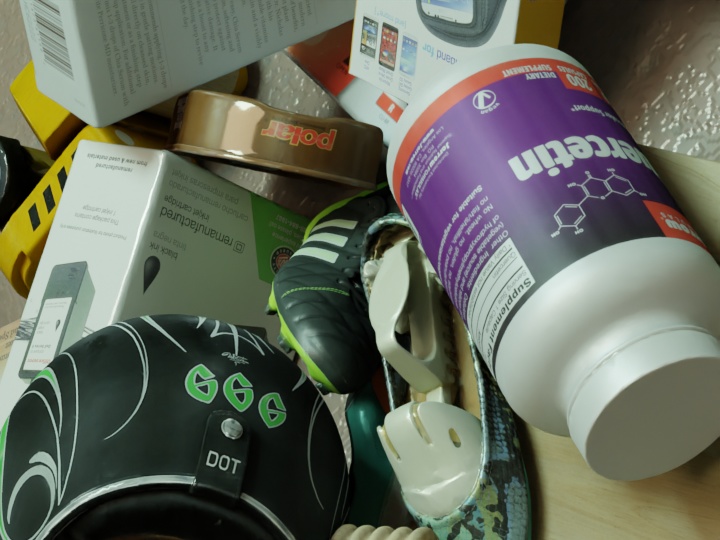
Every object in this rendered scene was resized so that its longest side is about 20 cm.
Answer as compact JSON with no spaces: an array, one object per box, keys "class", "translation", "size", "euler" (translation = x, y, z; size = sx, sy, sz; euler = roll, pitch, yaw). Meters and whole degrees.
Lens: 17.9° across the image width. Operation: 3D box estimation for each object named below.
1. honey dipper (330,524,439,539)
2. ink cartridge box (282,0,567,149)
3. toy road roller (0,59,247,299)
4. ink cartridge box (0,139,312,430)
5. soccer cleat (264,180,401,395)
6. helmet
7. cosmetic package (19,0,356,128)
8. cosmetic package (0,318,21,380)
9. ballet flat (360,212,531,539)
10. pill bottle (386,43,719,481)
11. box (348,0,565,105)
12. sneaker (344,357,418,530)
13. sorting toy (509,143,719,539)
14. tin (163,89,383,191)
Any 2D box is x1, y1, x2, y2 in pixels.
[{"class":"honey dipper","translation":[0.077,0.137,1.030],"size":[0.199,0.038,0.038],"euler":[-1,71,30]},{"class":"ink cartridge box","translation":[0.049,-0.175,1.308],"size":[0.201,0.050,0.162],"euler":[-58,44,13]},{"class":"toy road roller","translation":[-0.143,-0.058,1.397],"size":[0.200,0.123,0.146],"euler":[-48,61,18]},{"class":"ink cartridge box","translation":[-0.116,0.045,1.300],"size":[0.084,0.145,0.201],"euler":[10,80,44]},{"class":"soccer cleat","translation":[0.000,0.000,1.213],"size":[0.081,0.068,0.200],"euler":[-37,15,18]},{"class":"helmet","translation":[-0.097,0.119,1.133],"size":[0.200,0.200,0.191],"euler":[-47,20,18]},{"class":"cosmetic package","translation":[-0.086,-0.167,1.253],"size":[0.071,0.199,0.102],"euler":[33,139,47]},{"class":"cosmetic package","translation":[-0.196,0.141,1.378],"size":[0.103,0.087,0.201],"euler":[-25,56,33]},{"class":"ballet flat","translation":[0.033,0.060,1.106],"size":[0.074,0.074,0.201],"euler":[-31,54,31]},{"class":"pill bottle","translation":[0.095,-0.004,1.041],"size":[0.112,0.112,0.200],"euler":[-46,47,20]},{"class":"box","translation":[0.052,-0.155,1.183],"size":[0.119,0.041,0.201],"euler":[30,124,39]},{"class":"sneaker","translation":[0.034,0.056,1.205],"size":[0.080,0.071,0.201],"euler":[17,86,43]},{"class":"sorting toy","translation":[0.156,0.052,1.090],"size":[0.199,0.069,0.200],"euler":[17,85,46]},{"class":"tin","translation":[-0.048,-0.072,1.271],"size":[0.200,0.111,0.042],"euler":[-164,89,-80]}]
